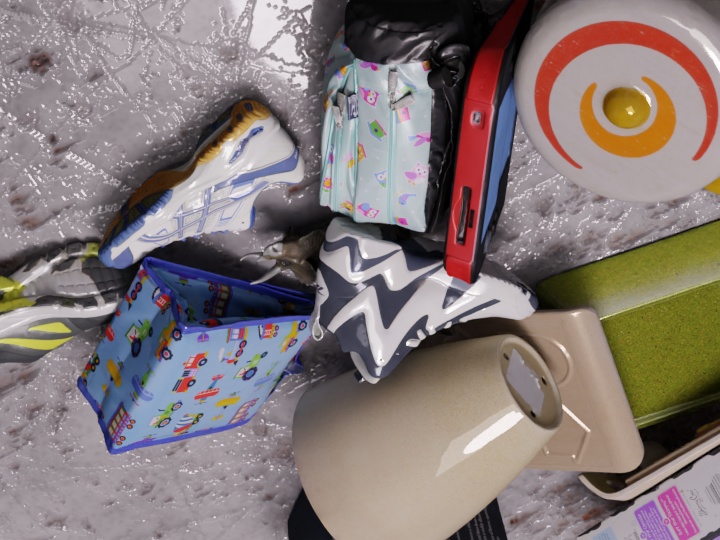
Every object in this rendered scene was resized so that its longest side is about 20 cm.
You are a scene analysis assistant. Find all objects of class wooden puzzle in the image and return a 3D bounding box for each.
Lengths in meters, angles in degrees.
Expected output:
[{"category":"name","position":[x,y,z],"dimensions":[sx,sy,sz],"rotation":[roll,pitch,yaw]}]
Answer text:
[{"category":"wooden puzzle","position":[0.152,0.108,1.265],"dimensions":[0.199,0.046,0.186],"rotation":[-6,121,31]}]

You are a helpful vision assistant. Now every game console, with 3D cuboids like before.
[{"category":"game console","position":[0.109,-0.106,1.091],"dimensions":[0.031,0.177,0.201],"rotation":[14,121,14]}]

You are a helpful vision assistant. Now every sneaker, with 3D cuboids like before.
[{"category":"sneaker","position":[-0.135,-0.053,1.153],"dimensions":[0.200,0.075,0.088],"rotation":[-37,118,16]},{"category":"sneaker","position":[-0.280,0.035,1.203],"dimensions":[0.199,0.075,0.085],"rotation":[-12,146,-5]},{"category":"sneaker","position":[0.046,0.042,1.151],"dimensions":[0.198,0.080,0.130],"rotation":[14,107,-26]}]

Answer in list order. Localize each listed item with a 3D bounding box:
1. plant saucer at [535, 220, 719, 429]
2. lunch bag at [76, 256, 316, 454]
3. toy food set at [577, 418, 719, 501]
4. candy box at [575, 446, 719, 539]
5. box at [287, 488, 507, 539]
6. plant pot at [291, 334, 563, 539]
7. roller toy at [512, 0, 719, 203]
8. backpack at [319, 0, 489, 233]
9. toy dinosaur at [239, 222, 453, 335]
[{"category":"plant saucer","position":[0.289,0.071,1.284],"dimensions":[0.199,0.048,0.201],"rotation":[-19,121,5]},{"category":"lunch bag","position":[-0.126,0.081,1.206],"dimensions":[0.199,0.094,0.151],"rotation":[7,127,-42]},{"category":"toy food set","position":[0.323,0.162,1.302],"dimensions":[0.200,0.061,0.143],"rotation":[-36,153,21]},{"category":"candy box","position":[0.339,0.242,1.313],"dimensions":[0.200,0.072,0.167],"rotation":[-40,151,29]},{"category":"box","position":[0.039,0.284,1.326],"dimensions":[0.199,0.149,0.107],"rotation":[18,117,-15]},{"category":"plant pot","position":[0.073,0.143,1.196],"dimensions":[0.200,0.188,0.187],"rotation":[-32,120,31]},{"category":"roller toy","position":[0.215,-0.150,1.026],"dimensions":[0.182,0.140,0.201],"rotation":[-2,124,28]},{"category":"backpack","position":[0.031,-0.133,1.089],"dimensions":[0.126,0.167,0.201],"rotation":[13,123,12]},{"category":"toy dinosaur","position":[0.000,0.000,1.211],"dimensions":[0.200,0.077,0.102],"rotation":[34,124,-28]}]
